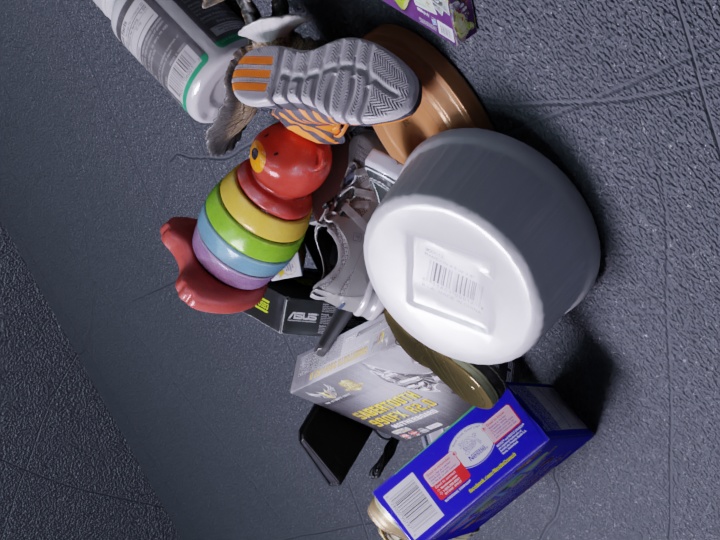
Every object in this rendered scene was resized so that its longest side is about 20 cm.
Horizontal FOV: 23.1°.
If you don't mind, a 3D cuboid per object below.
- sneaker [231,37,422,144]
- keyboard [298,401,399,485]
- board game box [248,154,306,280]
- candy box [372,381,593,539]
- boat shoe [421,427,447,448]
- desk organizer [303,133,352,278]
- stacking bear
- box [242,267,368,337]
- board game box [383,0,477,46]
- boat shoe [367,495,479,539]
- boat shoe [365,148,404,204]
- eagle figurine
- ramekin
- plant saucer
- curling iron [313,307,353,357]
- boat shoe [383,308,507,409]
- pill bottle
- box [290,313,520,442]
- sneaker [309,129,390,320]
[{"bbox_3d":[-0.012,-0.160,1.618,0.199,0.078,0.112,13,171,35],"label":"sneaker"},{"bbox_3d":[0.002,0.166,1.957,0.021,0.200,0.127,-24,111,39],"label":"keyboard"},{"bbox_3d":[-0.089,-0.069,1.918,0.200,0.034,0.135,-94,-6,-82],"label":"board game box"},{"bbox_3d":[0.123,0.186,1.707,0.077,0.169,0.200,53,-168,16],"label":"candy box"},{"bbox_3d":[0.097,0.155,1.991,0.074,0.065,0.201,-179,76,-78],"label":"boat shoe"},{"bbox_3d":[-0.033,-0.079,1.881,0.072,0.077,0.201,24,145,56],"label":"desk organizer"},{"bbox_3d":[-0.098,-0.065,1.742,0.200,0.113,0.122,-54,41,33],"label":"stacking bear"},{"bbox_3d":[-0.043,0.034,1.946,0.193,0.199,0.048,20,102,59],"label":"box"},{"bbox_3d":[0.017,-0.280,1.492,0.200,0.032,0.120,38,160,38],"label":"board game box"},{"bbox_3d":[0.056,0.263,1.797,0.074,0.066,0.200,53,-166,28],"label":"boat shoe"},{"bbox_3d":[0.051,-0.038,1.676,0.073,0.068,0.199,31,169,39],"label":"boat shoe"},{"bbox_3d":[-0.083,-0.204,1.718,0.151,0.151,0.201,9,124,34],"label":"eagle figurine"},{"bbox_3d":[0.099,-0.014,1.534,0.200,0.098,0.201,22,137,23],"label":"ramekin"},{"bbox_3d":[0.059,-0.134,1.636,0.200,0.032,0.201,46,159,24],"label":"plant saucer"},{"bbox_3d":[0.000,0.000,1.822,0.049,0.201,0.026,30,-165,23],"label":"curling iron"},{"bbox_3d":[0.087,0.065,1.646,0.072,0.066,0.201,59,169,-27],"label":"boat shoe"},{"bbox_3d":[-0.198,-0.263,1.908,0.200,0.113,0.113,47,160,21],"label":"pill bottle"},{"bbox_3d":[0.046,0.112,1.850,0.158,0.049,0.200,25,149,-27],"label":"box"},{"bbox_3d":[-0.008,-0.054,1.733,0.075,0.082,0.201,130,147,-57],"label":"sneaker"}]
